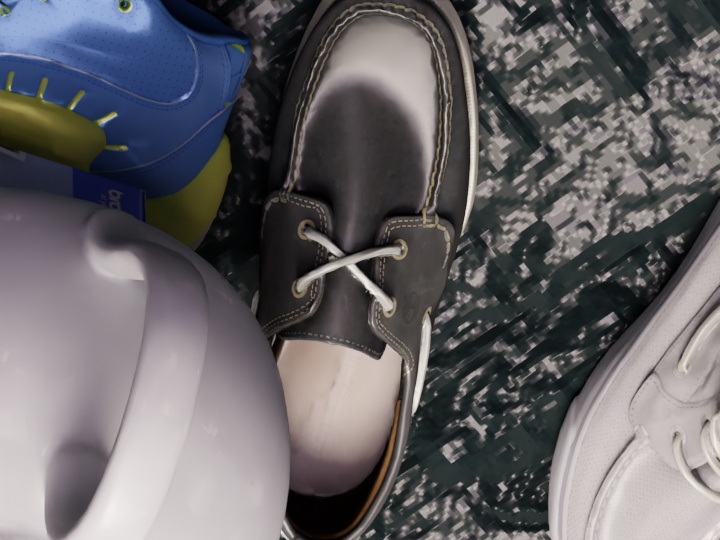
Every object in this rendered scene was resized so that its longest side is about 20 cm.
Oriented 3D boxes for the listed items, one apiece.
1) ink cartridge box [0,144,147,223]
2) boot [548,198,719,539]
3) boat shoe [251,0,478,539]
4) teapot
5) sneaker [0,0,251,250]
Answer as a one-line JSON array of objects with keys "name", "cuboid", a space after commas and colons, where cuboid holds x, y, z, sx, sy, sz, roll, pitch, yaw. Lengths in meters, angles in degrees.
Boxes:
[{"name": "ink cartridge box", "cuboid": [-0.151, 0.005, 0.799, 0.199, 0.042, 0.119, 19, 132, -21]}, {"name": "boot", "cuboid": [0.124, 0.049, 0.868, 0.073, 0.096, 0.201, 20, 114, -11]}, {"name": "boat shoe", "cuboid": [0.000, 0.000, 0.859, 0.071, 0.068, 0.201, 9, 114, -4]}, {"name": "teapot", "cuboid": [-0.108, 0.081, 0.750, 0.196, 0.147, 0.200, -14, 136, 10]}, {"name": "sneaker", "cuboid": [-0.124, -0.079, 0.818, 0.199, 0.076, 0.105, 22, 104, -24]}]
